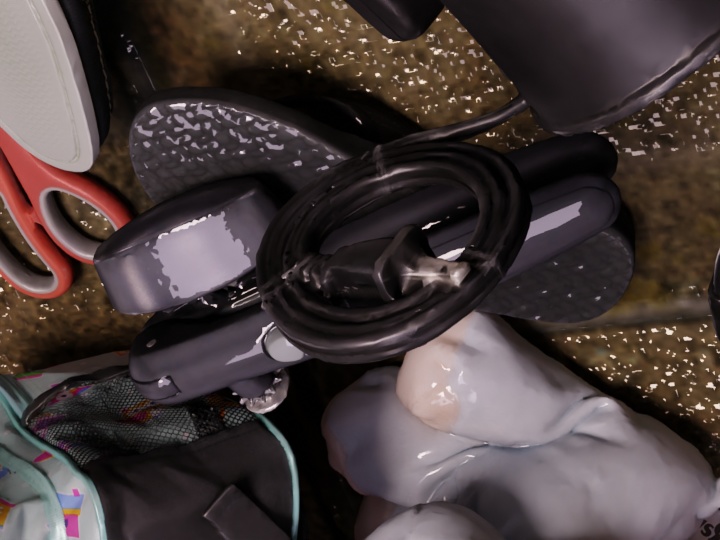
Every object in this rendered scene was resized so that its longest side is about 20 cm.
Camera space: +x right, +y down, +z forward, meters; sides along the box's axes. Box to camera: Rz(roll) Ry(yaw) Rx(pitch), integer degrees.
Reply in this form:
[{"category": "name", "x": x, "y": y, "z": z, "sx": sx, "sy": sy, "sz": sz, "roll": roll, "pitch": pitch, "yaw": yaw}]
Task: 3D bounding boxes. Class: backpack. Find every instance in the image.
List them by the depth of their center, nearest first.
[{"category": "backpack", "x": -0.108, "y": 0.125, "z": 0.842, "sx": 0.153, "sy": 0.200, "sz": 0.177, "roll": -12, "pitch": 108, "yaw": -16}]

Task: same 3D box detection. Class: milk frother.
[{"category": "milk frother", "x": 0.005, "y": -0.106, "z": 0.614, "sx": 0.188, "sy": 0.200, "sz": 0.180, "roll": 43, "pitch": 133, "yaw": -19}]

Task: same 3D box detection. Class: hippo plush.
[{"category": "hippo plush", "x": 0.064, "y": 0.131, "z": 0.824, "sx": 0.199, "sy": 0.161, "sz": 0.160, "roll": 22, "pitch": 133, "yaw": 0}]

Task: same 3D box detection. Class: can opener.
[{"category": "can opener", "x": 0.000, "y": 0.000, "z": 0.739, "sx": 0.199, "sy": 0.064, "sz": 0.079, "roll": -15, "pitch": 131, "yaw": 21}]

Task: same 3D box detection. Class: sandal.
[{"category": "sandal", "x": 0.007, "y": -0.029, "z": 0.790, "sx": 0.199, "sy": 0.048, "sz": 0.075, "roll": 16, "pitch": 133, "yaw": -13}]

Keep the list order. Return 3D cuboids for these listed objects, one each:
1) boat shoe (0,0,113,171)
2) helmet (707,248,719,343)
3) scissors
[{"category": "boat shoe", "x": -0.125, "y": -0.127, "z": 0.732, "sx": 0.075, "sy": 0.060, "sz": 0.201, "roll": 15, "pitch": 138, "yaw": 33}, {"category": "helmet", "x": 0.225, "y": -0.011, "z": 0.627, "sx": 0.200, "sy": 0.190, "sz": 0.200, "roll": 42, "pitch": 156, "yaw": 24}, {"category": "scissors", "x": -0.159, "y": -0.068, "z": 0.827, "sx": 0.073, "sy": 0.014, "sz": 0.200, "roll": -13, "pitch": 125, "yaw": 29}]
